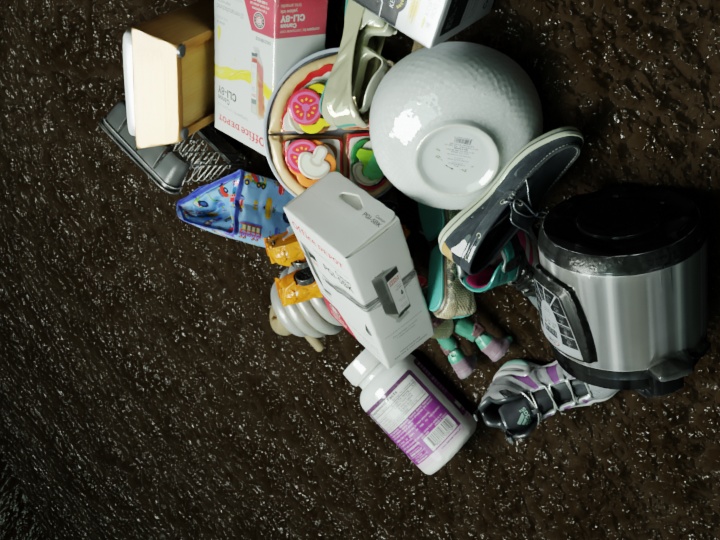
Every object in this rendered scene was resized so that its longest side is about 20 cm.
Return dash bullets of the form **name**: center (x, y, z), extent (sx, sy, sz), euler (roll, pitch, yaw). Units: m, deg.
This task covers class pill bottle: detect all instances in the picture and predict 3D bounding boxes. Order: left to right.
- **pill bottle**: center (0.070, 0.197, 1.261), extent (0.200, 0.112, 0.112), euler (46, 139, 7)

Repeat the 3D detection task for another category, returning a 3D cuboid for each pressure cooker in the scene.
- **pressure cooker**: center (0.284, 0.032, 0.898), extent (0.176, 0.176, 0.202), euler (5, 123, 31)

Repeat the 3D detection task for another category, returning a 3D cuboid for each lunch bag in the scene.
- **lunch bag**: center (-0.173, -0.076, 1.252), extent (0.199, 0.149, 0.096), euler (-4, 78, 50)

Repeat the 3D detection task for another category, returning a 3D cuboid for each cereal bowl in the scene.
- **cereal bowl**: center (0.105, -0.145, 0.933), extent (0.197, 0.084, 0.202), euler (4, 133, 4)

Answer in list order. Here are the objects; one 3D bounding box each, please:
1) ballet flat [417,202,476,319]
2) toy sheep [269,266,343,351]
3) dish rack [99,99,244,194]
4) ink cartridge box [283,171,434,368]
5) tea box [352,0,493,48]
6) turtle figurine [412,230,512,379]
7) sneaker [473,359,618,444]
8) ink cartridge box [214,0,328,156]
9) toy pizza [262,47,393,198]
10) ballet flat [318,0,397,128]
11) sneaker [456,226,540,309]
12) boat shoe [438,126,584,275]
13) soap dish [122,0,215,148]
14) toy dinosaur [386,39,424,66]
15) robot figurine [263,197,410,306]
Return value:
- **ballet flat**: center (0.115, -0.036, 1.063), extent (0.068, 0.074, 0.203), euler (141, 128, -60)
- **toy sheep**: center (-0.058, 0.037, 1.253), extent (0.199, 0.138, 0.139), euler (-34, 95, 20)
- **dish rack**: center (-0.264, -0.185, 1.225), extent (0.153, 0.200, 0.055), euler (45, 110, 10)
- **ink cartridge box**: center (0.000, 0.000, 1.032), extent (0.147, 0.082, 0.201), euler (39, 159, 44)
- **tea box**: center (0.055, -0.373, 0.841), extent (0.196, 0.133, 0.201), euler (36, 137, 15)
- **turtle figurine**: center (0.106, 0.051, 1.138), extent (0.200, 0.101, 0.149), euler (49, 146, -10)
- **sneaker**: center (0.231, 0.172, 1.072), extent (0.199, 0.140, 0.078), euler (-20, 105, 48)
- **ink cartridge box**: center (-0.118, -0.262, 1.072), extent (0.145, 0.083, 0.203), euler (33, 129, 41)
- **toy pizza**: center (-0.021, -0.169, 1.032), extent (0.032, 0.198, 0.203), euler (-127, 18, -65)
- **ballet flat**: center (0.010, -0.261, 0.966), extent (0.069, 0.069, 0.203), euler (19, 98, 31)
- **sneaker**: center (0.183, 0.004, 1.009), extent (0.201, 0.121, 0.083), euler (54, 139, -4)
- **boat shoe**: center (0.171, -0.073, 0.916), extent (0.200, 0.074, 0.063), euler (-45, 55, 17)
- **soap dish**: center (-0.231, -0.267, 1.126), extent (0.080, 0.200, 0.159), euler (16, 123, 16)
- **toy dinosaur**: center (0.083, -0.192, 0.988), extent (0.100, 0.058, 0.202), euler (-25, 100, 15)
- **robot figurine**: center (-0.027, -0.030, 1.147), extent (0.058, 0.197, 0.147), euler (-124, 19, -53)
